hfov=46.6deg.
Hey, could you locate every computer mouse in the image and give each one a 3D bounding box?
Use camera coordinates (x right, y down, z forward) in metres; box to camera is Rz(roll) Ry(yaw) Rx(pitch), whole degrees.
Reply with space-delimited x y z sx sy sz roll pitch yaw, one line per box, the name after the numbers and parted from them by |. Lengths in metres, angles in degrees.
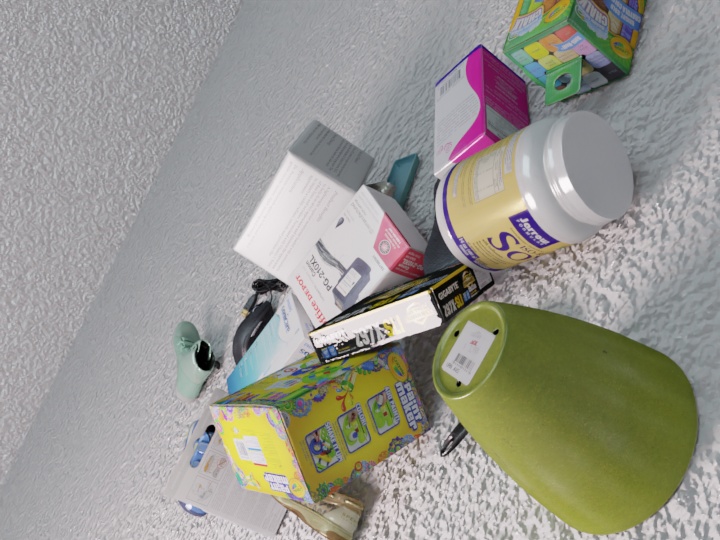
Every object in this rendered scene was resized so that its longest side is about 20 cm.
-0.219 0.096 1.640 0.140 0.046 0.202 -1 62 59 | computer mouse

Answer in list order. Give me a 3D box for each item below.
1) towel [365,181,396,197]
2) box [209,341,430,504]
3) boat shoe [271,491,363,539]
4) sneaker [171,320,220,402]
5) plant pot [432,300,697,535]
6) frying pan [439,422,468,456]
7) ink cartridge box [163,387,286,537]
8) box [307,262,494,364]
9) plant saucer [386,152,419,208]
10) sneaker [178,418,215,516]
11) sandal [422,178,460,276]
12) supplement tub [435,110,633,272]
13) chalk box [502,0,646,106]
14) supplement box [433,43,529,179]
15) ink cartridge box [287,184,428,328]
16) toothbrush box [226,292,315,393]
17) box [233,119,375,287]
-0.003 -0.081 1.422 0.134 0.034 0.200 -67 17 -5 | towel
-0.055 0.186 1.067 0.191 0.124 0.199 -25 7 -33 | box
-0.062 0.307 1.131 0.199 0.073 0.063 17 71 52 | boat shoe
-0.340 0.163 1.753 0.118 0.073 0.202 -50 37 32 | sneaker
0.168 0.115 0.762 0.187 0.199 0.189 -41 32 33 | plant pot
0.164 0.139 0.935 0.115 0.031 0.192 14 79 63 | frying pan
-0.171 0.273 1.201 0.057 0.199 0.164 8 69 59 | ink cartridge box
0.052 0.049 1.067 0.198 0.050 0.159 -22 6 35 | box
0.049 -0.102 1.399 0.070 0.019 0.202 -11 55 57 | plant saucer
-0.273 0.331 1.469 0.082 0.074 0.202 -39 34 31 | sneaker
0.134 -0.057 1.176 0.076 0.043 0.202 -21 46 41 | sandal
0.199 -0.089 0.977 0.199 0.144 0.147 -23 44 51 | supplement tub
0.277 -0.313 1.090 0.124 0.123 0.202 -14 51 56 | chalk box
0.172 -0.206 1.192 0.101 0.103 0.202 -36 34 39 | supplement box
0.000 0.000 1.256 0.200 0.084 0.145 -49 52 19 | ink cartridge box
-0.127 0.162 1.366 0.201 0.085 0.147 -54 26 14 | toothbrush box
-0.089 -0.112 1.380 0.200 0.130 0.200 -56 6 24 | box
